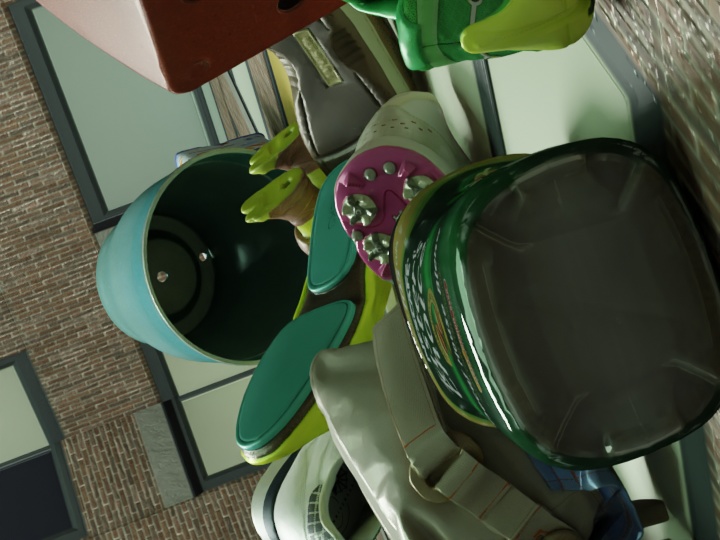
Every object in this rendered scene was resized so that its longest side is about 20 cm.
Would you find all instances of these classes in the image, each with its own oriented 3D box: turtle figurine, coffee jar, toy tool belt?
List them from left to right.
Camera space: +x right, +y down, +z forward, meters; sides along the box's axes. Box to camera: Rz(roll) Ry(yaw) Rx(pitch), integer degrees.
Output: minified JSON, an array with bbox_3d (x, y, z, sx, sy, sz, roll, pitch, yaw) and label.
[{"bbox_3d":[0.000,0.000,1.220,0.161,0.064,0.200,48,-142,-29],"label":"turtle figurine"},{"bbox_3d":[0.071,0.088,0.891,0.200,0.123,0.125,56,174,41],"label":"toy tool belt"},{"bbox_3d":[0.064,0.009,0.761,0.200,0.085,0.104,-173,62,-85],"label":"coffee jar"}]

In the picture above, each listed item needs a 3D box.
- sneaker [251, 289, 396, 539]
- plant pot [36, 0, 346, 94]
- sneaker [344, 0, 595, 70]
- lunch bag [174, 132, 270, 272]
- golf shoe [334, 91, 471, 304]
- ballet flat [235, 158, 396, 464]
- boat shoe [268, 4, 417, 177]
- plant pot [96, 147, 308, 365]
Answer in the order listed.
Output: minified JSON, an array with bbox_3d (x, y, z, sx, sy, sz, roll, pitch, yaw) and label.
[{"bbox_3d":[0.019,0.072,1.140,0.076,0.200,0.080,31,163,-20],"label":"sneaker"},{"bbox_3d":[-0.080,-0.202,0.941,0.176,0.200,0.200,55,169,27],"label":"plant pot"},{"bbox_3d":[0.013,-0.140,0.732,0.200,0.083,0.074,-115,7,-48],"label":"sneaker"},{"bbox_3d":[-0.108,-0.034,2.196,0.170,0.124,0.200,-145,42,-78],"label":"lunch bag"},{"bbox_3d":[0.047,-0.003,1.075,0.092,0.075,0.200,-79,-24,-49],"label":"golf shoe"},{"bbox_3d":[-0.005,0.029,1.095,0.067,0.067,0.200,41,-133,-28],"label":"ballet flat"},{"bbox_3d":[-0.002,-0.118,1.147,0.200,0.072,0.076,63,-146,-35],"label":"boat shoe"},{"bbox_3d":[-0.153,-0.002,2.005,0.188,0.200,0.200,-13,98,59],"label":"plant pot"}]
